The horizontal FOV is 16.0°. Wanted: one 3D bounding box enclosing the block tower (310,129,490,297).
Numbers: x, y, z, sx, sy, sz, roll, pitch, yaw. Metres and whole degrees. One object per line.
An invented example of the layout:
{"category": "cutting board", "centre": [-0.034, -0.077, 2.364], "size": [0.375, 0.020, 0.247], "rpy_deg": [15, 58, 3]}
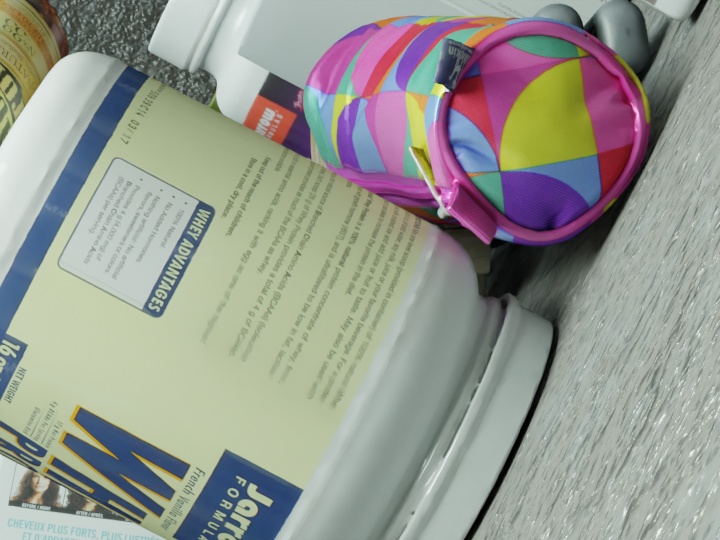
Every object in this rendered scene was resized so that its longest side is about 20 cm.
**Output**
{"category": "block tower", "centre": [0.014, -0.028, 1.140], "size": [0.200, 0.054, 0.058], "rpy_deg": [-109, 16, -66]}

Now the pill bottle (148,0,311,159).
{"category": "pill bottle", "centre": [-0.011, -0.113, 1.422], "size": [0.112, 0.200, 0.111], "rpy_deg": [-63, 3, 6]}

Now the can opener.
{"category": "can opener", "centre": [0.078, -0.062, 1.098], "size": [0.200, 0.053, 0.067], "rpy_deg": [123, 139, -71]}

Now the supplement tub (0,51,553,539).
{"category": "supplement tub", "centre": [-0.047, 0.026, 0.911], "size": [0.145, 0.200, 0.145], "rpy_deg": [-62, 3, 6]}

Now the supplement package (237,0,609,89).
{"category": "supplement package", "centre": [0.042, -0.147, 1.274], "size": [0.111, 0.156, 0.200], "rpy_deg": [-64, 4, -17]}

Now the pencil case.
{"category": "pencil case", "centre": [0.037, -0.056, 0.974], "size": [0.088, 0.088, 0.200], "rpy_deg": [-63, 14, -2]}

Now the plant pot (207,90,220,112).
{"category": "plant pot", "centre": [-0.100, -0.182, 3.245], "size": [0.201, 0.193, 0.200], "rpy_deg": [-63, 4, 7]}

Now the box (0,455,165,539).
{"category": "box", "centre": [-0.111, 0.097, 1.063], "size": [0.049, 0.082, 0.200], "rpy_deg": [102, 176, -58]}

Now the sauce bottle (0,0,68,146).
{"category": "sauce bottle", "centre": [-0.161, -0.038, 0.915], "size": [0.066, 0.066, 0.200], "rpy_deg": [-60, 7, 36]}

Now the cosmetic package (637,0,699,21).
{"category": "cosmetic package", "centre": [0.090, -0.218, 1.023], "size": [0.165, 0.165, 0.200], "rpy_deg": [-63, 4, 12]}
